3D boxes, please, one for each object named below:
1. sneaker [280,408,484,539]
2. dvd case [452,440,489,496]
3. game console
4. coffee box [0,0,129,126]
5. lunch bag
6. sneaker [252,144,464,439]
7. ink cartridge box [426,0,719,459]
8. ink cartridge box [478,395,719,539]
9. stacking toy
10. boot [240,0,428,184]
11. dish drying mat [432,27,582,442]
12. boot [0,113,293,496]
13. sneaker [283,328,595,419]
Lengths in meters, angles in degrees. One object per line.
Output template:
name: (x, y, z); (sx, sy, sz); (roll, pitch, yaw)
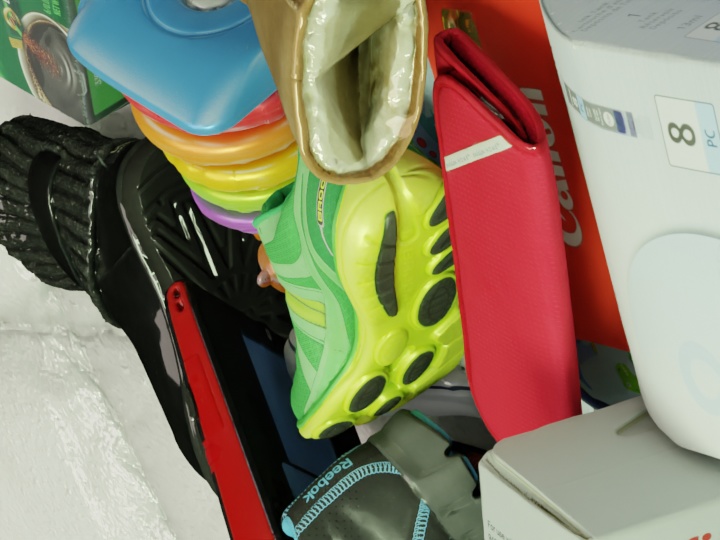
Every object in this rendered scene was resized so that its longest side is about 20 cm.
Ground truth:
sneaker: (0.035, 0.155, 1.139); (0.200, 0.082, 0.073); (61, 171, -22)
dvd case: (0.083, 0.145, 1.184); (0.146, 0.022, 0.200); (60, 172, -4)
game console: (-0.023, 0.103, 1.215); (0.200, 0.031, 0.177); (38, -147, -67)
coffee box: (-0.195, -0.164, 1.346); (0.200, 0.044, 0.123); (31, 140, 35)
lunch bag: (0.089, -0.051, 1.019); (0.200, 0.082, 0.161); (55, 147, 4)
sneaker: (0.000, 0.000, 1.084); (0.084, 0.074, 0.200); (57, 157, 27)
ink cartridge box: (0.088, -0.020, 0.926); (0.200, 0.047, 0.161); (13, 129, 47)
ink cartridge box: (0.129, 0.150, 0.980); (0.083, 0.146, 0.201); (34, 135, 57)
stacking toy: (-0.046, -0.060, 1.202); (0.110, 0.116, 0.200); (34, 155, 34)
boot: (-0.013, -0.148, 0.986); (0.200, 0.066, 0.176); (-113, 20, -65)
dish drying mat: (0.056, 0.006, 0.986); (0.077, 0.018, 0.200); (49, 157, 40)
boot: (-0.111, 0.018, 1.356); (0.158, 0.079, 0.212); (2, 113, 49)
sneaker: (0.042, 0.024, 1.175); (0.200, 0.073, 0.071); (2, 110, 43)
